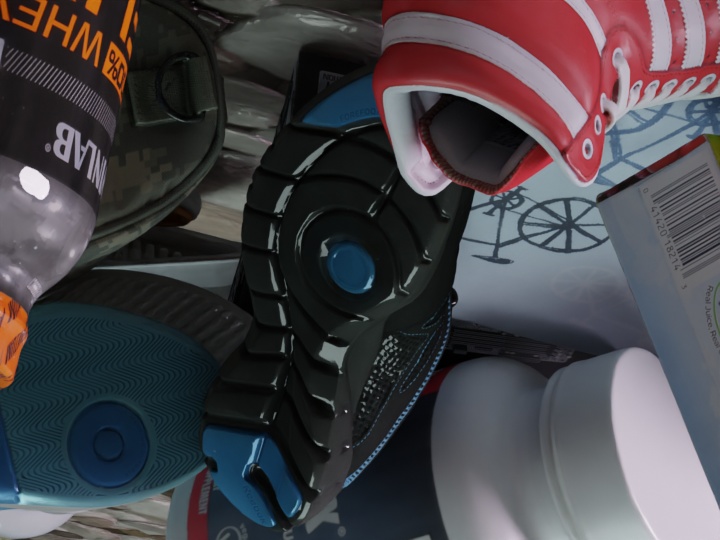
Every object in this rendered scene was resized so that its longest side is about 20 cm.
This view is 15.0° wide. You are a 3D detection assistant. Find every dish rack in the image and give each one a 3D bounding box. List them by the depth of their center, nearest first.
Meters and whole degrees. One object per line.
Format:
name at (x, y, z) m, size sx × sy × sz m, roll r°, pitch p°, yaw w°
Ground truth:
dish rack at (-0.162, 0.005, 1.238) m, size 0.199 × 0.044 × 0.171 m, roll -4°, pitch -172°, yaw -30°

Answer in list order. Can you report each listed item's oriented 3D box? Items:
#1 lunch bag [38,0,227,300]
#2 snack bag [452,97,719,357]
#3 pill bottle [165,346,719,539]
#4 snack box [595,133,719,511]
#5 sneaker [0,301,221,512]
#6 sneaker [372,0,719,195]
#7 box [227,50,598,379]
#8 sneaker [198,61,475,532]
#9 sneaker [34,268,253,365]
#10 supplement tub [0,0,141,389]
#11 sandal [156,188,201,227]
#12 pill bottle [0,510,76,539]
lunch bag at (-0.149, -0.045, 1.016) m, size 0.167 × 0.140 × 0.200 m, roll -3°, pitch 173°, yaw -19°
snack bag at (0.089, -0.031, 1.000) m, size 0.188 × 0.021 × 0.200 m, roll 14°, pitch 142°, yaw -21°
pill bottle at (0.034, 0.101, 1.085) m, size 0.200 × 0.120 × 0.120 m, roll -20°, pitch 152°, yaw 27°
snack box at (0.167, 0.058, 0.904) m, size 0.053 × 0.201 × 0.142 m, roll -31°, pitch 159°, yaw 33°
sneaker at (-0.156, 0.061, 1.040) m, size 0.199 × 0.080 × 0.131 m, roll -4°, pitch 173°, yaw -19°
sneaker at (0.077, -0.060, 0.842) m, size 0.200 × 0.113 × 0.071 m, roll 22°, pitch 162°, yaw -40°
box at (0.028, 0.010, 1.115) m, size 0.157 × 0.050 × 0.200 m, roll 12°, pitch 138°, yaw -7°
sneaker at (0.000, 0.000, 0.977) m, size 0.073 × 0.082 × 0.200 m, roll 38°, pitch 130°, yaw 18°
sneaker at (-0.124, 0.051, 1.119) m, size 0.199 × 0.074 × 0.082 m, roll 1°, pitch 140°, yaw 18°
supplement tub at (-0.122, -0.074, 0.750) m, size 0.122 × 0.201 × 0.123 m, roll 9°, pitch 167°, yaw 2°
sandal at (-0.153, -0.037, 1.205) m, size 0.206 × 0.059 × 0.079 m, roll 23°, pitch 161°, yaw -40°
pill bottle at (-0.240, 0.117, 1.767) m, size 0.112 × 0.112 × 0.200 m, roll 21°, pitch 162°, yaw -37°
